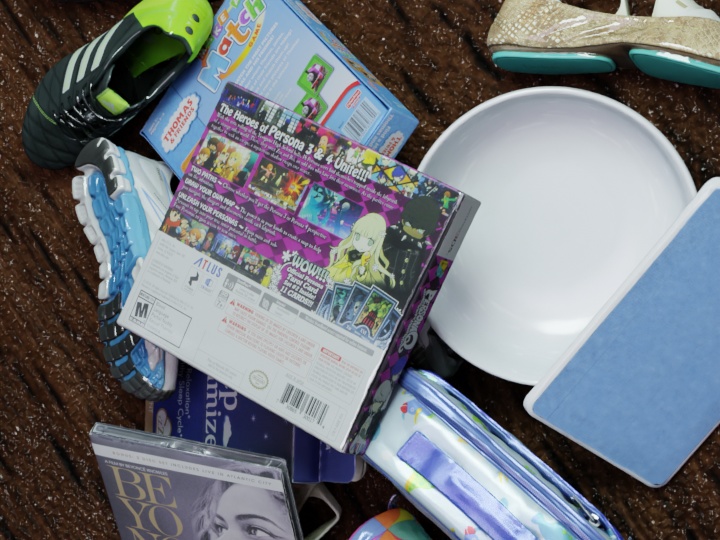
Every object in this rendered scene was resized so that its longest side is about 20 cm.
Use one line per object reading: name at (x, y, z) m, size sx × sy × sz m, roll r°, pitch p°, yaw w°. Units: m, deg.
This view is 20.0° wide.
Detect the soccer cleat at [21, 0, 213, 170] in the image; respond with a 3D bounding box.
soccer cleat at (-0.184, -0.132, 1.472) m, size 0.067 × 0.081 × 0.200 m, roll 40°, pitch 122°, yaw -19°

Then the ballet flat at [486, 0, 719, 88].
ballet flat at (0.181, -0.160, 1.347) m, size 0.198 × 0.070 × 0.066 m, roll 9°, pitch 81°, yaw 18°

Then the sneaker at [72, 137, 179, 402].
sneaker at (-0.143, -0.002, 1.458) m, size 0.075 × 0.086 × 0.201 m, roll -36°, pitch 58°, yaw 44°

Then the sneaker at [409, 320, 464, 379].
sneaker at (0.000, 0.000, 1.429) m, size 0.090 × 0.066 × 0.201 m, roll -36°, pitch 75°, yaw 22°

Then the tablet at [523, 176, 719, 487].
tablet at (0.212, 0.044, 1.329) m, size 0.130 × 0.014 × 0.200 m, roll 31°, pitch 108°, yaw -25°

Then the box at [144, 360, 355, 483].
box at (-0.081, 0.087, 1.435) m, size 0.199 × 0.032 × 0.122 m, roll -4°, pitch 82°, yaw 44°

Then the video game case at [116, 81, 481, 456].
video game case at (-0.044, -0.004, 1.325) m, size 0.199 × 0.036 × 0.182 m, roll 26°, pitch 93°, yaw 29°

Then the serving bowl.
serving bowl at (0.129, -0.028, 1.360) m, size 0.198 × 0.066 × 0.202 m, roll 2°, pitch 105°, yaw 8°

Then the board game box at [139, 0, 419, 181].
board game box at (-0.061, -0.100, 1.421) m, size 0.152 × 0.036 × 0.200 m, roll -55°, pitch 49°, yaw 16°

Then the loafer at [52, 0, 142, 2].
loafer at (-0.168, -0.228, 1.481) m, size 0.198 × 0.071 × 0.074 m, roll -6°, pitch 90°, yaw 23°

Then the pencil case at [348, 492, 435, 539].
pencil case at (0.067, 0.242, 1.381) m, size 0.200 × 0.088 × 0.089 m, roll 40°, pitch 106°, yaw 27°

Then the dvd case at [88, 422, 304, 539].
dvd case at (-0.105, 0.196, 1.442) m, size 0.148 × 0.016 × 0.201 m, roll 9°, pitch 132°, yaw 22°

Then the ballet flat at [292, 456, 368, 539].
ballet flat at (-0.028, 0.142, 1.453) m, size 0.062 × 0.067 × 0.200 m, roll 36°, pitch 113°, yaw -1°

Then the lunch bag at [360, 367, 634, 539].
lunch bag at (0.089, 0.153, 1.342) m, size 0.200 × 0.161 × 0.083 m, roll 40°, pitch 90°, yaw 18°
